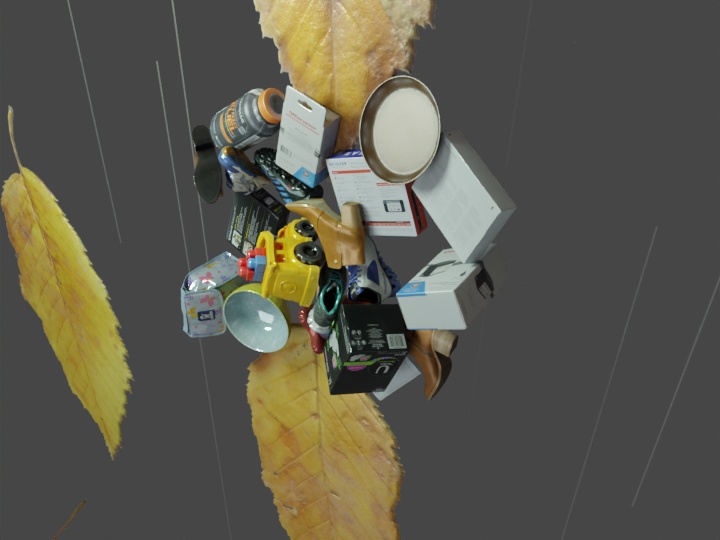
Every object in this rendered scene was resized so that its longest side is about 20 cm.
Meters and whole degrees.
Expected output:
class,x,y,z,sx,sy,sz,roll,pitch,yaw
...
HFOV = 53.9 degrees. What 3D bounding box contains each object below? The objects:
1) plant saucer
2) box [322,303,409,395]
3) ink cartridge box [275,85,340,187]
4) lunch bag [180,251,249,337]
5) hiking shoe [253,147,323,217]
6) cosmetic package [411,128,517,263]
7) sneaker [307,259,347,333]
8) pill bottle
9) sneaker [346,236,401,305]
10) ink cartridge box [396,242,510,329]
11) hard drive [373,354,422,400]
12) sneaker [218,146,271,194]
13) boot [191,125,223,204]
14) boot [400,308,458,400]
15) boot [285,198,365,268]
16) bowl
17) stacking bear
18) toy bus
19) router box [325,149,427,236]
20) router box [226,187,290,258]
class,x,y,z,sx,sy,sz,roll,pitch,yaw
plant saucer,0.081,-0.270,1.370,0.196,0.032,0.207,4,96,41
box,0.008,0.184,1.631,0.202,0.144,0.127,115,149,-51
ink cartridge box,-0.112,-0.298,1.533,0.115,0.067,0.203,34,136,17
lunch bag,-0.400,0.078,1.939,0.126,0.198,0.173,31,134,30
hiking shoe,-0.179,-0.202,1.653,0.199,0.074,0.087,41,136,10
cosmetic package,0.192,-0.141,1.347,0.202,0.051,0.152,58,145,24
sneaker,-0.063,0.043,1.646,0.076,0.205,0.091,18,149,-13
pill bottle,-0.245,-0.340,1.591,0.197,0.106,0.108,-17,108,45
sneaker,0.000,0.001,1.611,0.200,0.115,0.080,50,137,0
ink cartridge box,0.187,0.031,1.410,0.143,0.199,0.086,-6,114,42
hard drive,0.063,0.240,1.791,0.132,0.027,0.200,49,138,2
sneaker,-0.281,-0.219,1.638,0.087,0.199,0.077,-32,70,12
boot,-0.361,-0.220,1.700,0.201,0.067,0.193,101,151,-73
boot,0.137,0.196,1.657,0.153,0.077,0.204,26,130,23
boot,-0.079,-0.080,1.569,0.196,0.070,0.148,7,109,29
bowl,-0.259,0.107,1.903,0.195,0.108,0.205,12,128,16
stacking bear,-0.034,0.110,1.725,0.197,0.113,0.124,-21,97,35
toy bus,-0.191,-0.029,1.650,0.186,0.203,0.138,6,133,-16
router box,0.034,-0.166,1.514,0.196,0.049,0.184,5,121,38
router box,-0.264,-0.114,1.804,0.148,0.051,0.202,39,137,15
